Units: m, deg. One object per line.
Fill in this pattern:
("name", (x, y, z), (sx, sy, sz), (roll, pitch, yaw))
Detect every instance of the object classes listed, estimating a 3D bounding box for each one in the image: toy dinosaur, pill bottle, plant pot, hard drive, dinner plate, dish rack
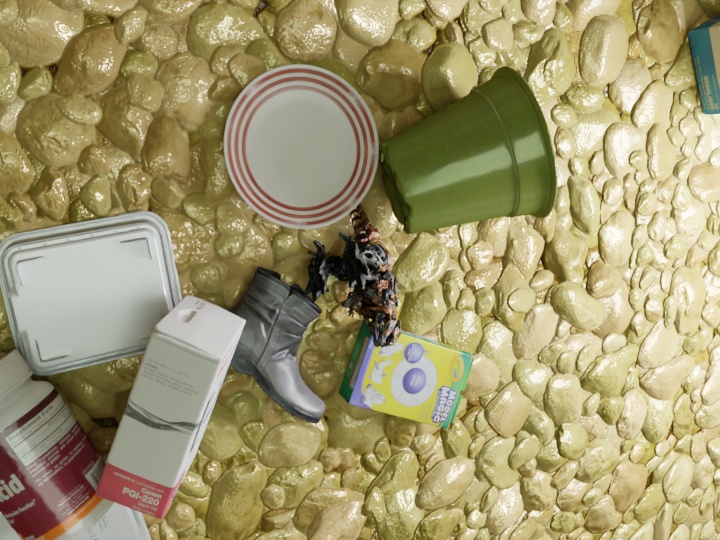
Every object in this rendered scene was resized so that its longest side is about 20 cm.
("toy dinosaur", (0.000, 0.000, 0.896), (0.102, 0.203, 0.134), (-41, 156, 30))
("pill bottle", (-0.367, 0.199, 0.749), (0.113, 0.114, 0.203), (-33, 102, -13))
("plant pot", (0.126, -0.137, 0.884), (0.186, 0.200, 0.204), (-18, 107, -4))
("hard drive", (-0.375, 0.322, 0.833), (0.196, 0.027, 0.135), (-20, 107, -18))
("dinner plate", (-0.073, -0.154, 0.851), (0.195, 0.024, 0.206), (0, 88, -11))
("dish rack", (-0.312, 0.031, 0.796), (0.195, 0.043, 0.176), (-12, 105, -19))

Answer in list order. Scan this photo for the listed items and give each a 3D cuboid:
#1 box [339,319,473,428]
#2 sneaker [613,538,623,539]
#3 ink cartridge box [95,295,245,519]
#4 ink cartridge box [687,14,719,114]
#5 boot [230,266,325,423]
("box", (0.077, 0.155, 0.979), (0.196, 0.048, 0.120), (18, 92, -26))
("sneaker", (0.491, 0.564, 1.207), (0.074, 0.087, 0.203), (-33, 109, -11))
("ink cartridge box", (-0.211, 0.149, 0.773), (0.083, 0.146, 0.204), (20, 103, -4))
("ink cartridge box", (0.645, -0.336, 1.037), (0.145, 0.199, 0.147), (-26, 109, -15))
("boot", (-0.090, 0.100, 0.885), (0.200, 0.070, 0.132), (43, 84, -25))
